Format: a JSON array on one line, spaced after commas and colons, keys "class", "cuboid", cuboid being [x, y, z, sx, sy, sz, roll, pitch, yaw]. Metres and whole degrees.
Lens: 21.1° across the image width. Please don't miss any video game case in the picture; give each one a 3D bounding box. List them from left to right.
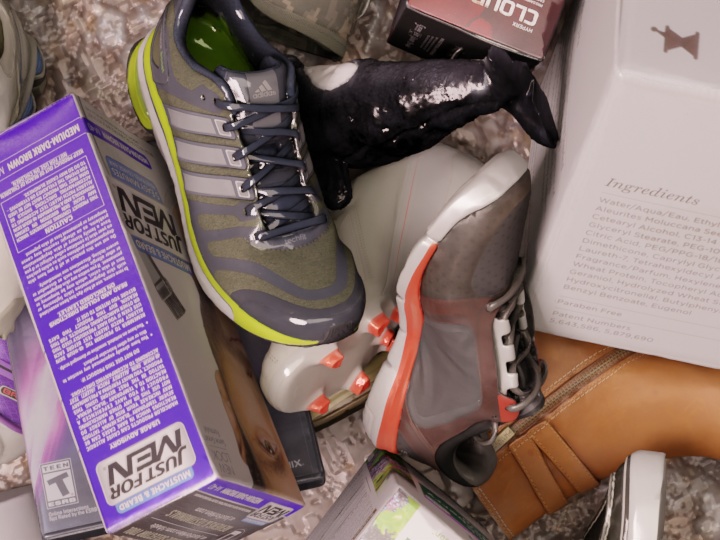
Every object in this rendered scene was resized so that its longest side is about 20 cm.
[{"class": "video game case", "cuboid": [-0.109, 0.029, 0.988, 0.142, 0.019, 0.201, -11, 69, -8]}]

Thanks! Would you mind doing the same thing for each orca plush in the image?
[{"class": "orca plush", "cuboid": [0.009, -0.059, 0.967, 0.199, 0.105, 0.072, 3, 75, 35]}]

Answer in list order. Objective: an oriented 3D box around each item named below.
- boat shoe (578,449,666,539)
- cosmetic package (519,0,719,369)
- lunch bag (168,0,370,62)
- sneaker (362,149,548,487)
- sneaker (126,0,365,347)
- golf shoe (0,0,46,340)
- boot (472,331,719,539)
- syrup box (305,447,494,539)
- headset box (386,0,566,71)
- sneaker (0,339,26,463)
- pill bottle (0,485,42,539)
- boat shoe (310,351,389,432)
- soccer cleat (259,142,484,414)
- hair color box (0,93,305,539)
[{"class": "boat shoe", "cuboid": [0.115, 0.181, 1.002, 0.063, 0.071, 0.201, 13, 114, 7]}, {"class": "cosmetic package", "cuboid": [0.180, -0.076, 0.940, 0.164, 0.200, 0.166, 12, 54, -3]}, {"class": "lunch bag", "cuboid": [-0.066, -0.217, 0.997, 0.199, 0.118, 0.165, 20, 85, -11]}, {"class": "sneaker", "cuboid": [0.063, 0.028, 0.936, 0.082, 0.201, 0.077, 34, 50, 18]}, {"class": "sneaker", "cuboid": [-0.054, -0.054, 0.917, 0.074, 0.081, 0.201, -18, 66, -26]}, {"class": "golf shoe", "cuboid": [-0.201, -0.060, 0.957, 0.078, 0.097, 0.201, -5, 58, 0]}, {"class": "boot", "cuboid": [0.135, 0.090, 1.030, 0.155, 0.074, 0.200, -45, 81, -3]}, {"class": "syrup box", "cuboid": [0.020, 0.148, 0.957, 0.079, 0.200, 0.082, 38, 88, -2]}, {"class": "headset box", "cuboid": [0.078, -0.185, 0.986, 0.077, 0.149, 0.201, 22, 89, -2]}, {"class": "sneaker", "cuboid": [-0.230, 0.009, 1.018, 0.083, 0.081, 0.200, -44, 99, -19]}, {"class": "pill bottle", "cuboid": [-0.177, 0.218, 0.987, 0.119, 0.120, 0.201, -15, 90, -3]}, {"class": "boat shoe", "cuboid": [-0.072, 0.072, 1.020, 0.199, 0.072, 0.068, -27, 84, -10]}, {"class": "soccer cleat", "cuboid": [0.000, 0.000, 0.991, 0.077, 0.070, 0.200, 33, 49, 15]}, {"class": "hair color box", "cuboid": [-0.103, 0.028, 0.912, 0.065, 0.109, 0.201, -26, 70, 12]}]
